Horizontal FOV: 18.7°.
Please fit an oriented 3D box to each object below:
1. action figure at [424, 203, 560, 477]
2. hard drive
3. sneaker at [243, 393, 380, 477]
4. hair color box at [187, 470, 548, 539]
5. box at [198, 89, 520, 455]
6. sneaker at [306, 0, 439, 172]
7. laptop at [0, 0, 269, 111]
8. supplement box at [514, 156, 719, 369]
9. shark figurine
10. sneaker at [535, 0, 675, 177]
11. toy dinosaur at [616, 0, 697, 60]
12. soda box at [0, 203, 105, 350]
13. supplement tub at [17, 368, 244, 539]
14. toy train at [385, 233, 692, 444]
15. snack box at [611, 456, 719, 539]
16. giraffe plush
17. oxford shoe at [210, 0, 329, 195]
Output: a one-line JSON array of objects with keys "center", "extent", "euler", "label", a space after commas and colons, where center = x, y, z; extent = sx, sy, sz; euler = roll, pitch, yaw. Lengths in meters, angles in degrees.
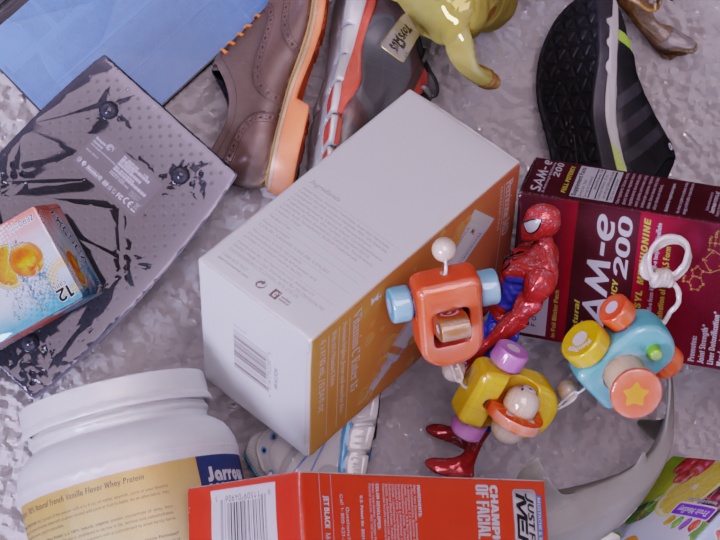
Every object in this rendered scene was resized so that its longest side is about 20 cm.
[{"center": [0.087, 0.042, 1.417], "extent": [0.052, 0.065, 0.200], "euler": [22, 119, -3], "label": "action figure"}, {"center": [-0.191, -0.028, 1.454], "extent": [0.135, 0.042, 0.200], "euler": [41, 86, 3], "label": "hard drive"}, {"center": [-0.037, 0.146, 1.441], "extent": [0.086, 0.075, 0.201], "euler": [6, 68, 0], "label": "sneaker"}, {"center": [0.007, 0.159, 1.330], "extent": [0.200, 0.111, 0.064], "euler": [5, 77, -40], "label": "hair color box"}, {"center": [0.000, 0.000, 1.407], "extent": [0.097, 0.125, 0.200], "euler": [35, 58, 24], "label": "box"}, {"center": [0.015, -0.118, 1.499], "extent": [0.082, 0.077, 0.201], "euler": [13, 77, -11], "label": "sneaker"}, {"center": [-0.181, -0.216, 1.475], "extent": [0.187, 0.200, 0.116], "euler": [-44, 52, -14], "label": "laptop"}, {"center": [0.201, -0.001, 1.435], "extent": [0.199, 0.061, 0.109], "euler": [9, 118, 13], "label": "supplement box"}, {"center": [0.136, 0.138, 1.423], "extent": [0.214, 0.128, 0.090], "euler": [-29, 126, -8], "label": "shark figurine"}, {"center": [0.176, -0.095, 1.530], "extent": [0.083, 0.072, 0.201], "euler": [9, 73, -36], "label": "sneaker"}, {"center": [0.171, -0.233, 1.539], "extent": [0.060, 0.106, 0.200], "euler": [-27, 89, -11], "label": "toy dinosaur"}, {"center": [-0.267, 0.033, 1.398], "extent": [0.200, 0.064, 0.069], "euler": [-28, 90, 8], "label": "soda box"}, {"center": [-0.135, 0.173, 1.377], "extent": [0.144, 0.144, 0.201], "euler": [-12, 80, -10], "label": "supplement tub"}, {"center": [0.117, 0.046, 1.354], "extent": [0.199, 0.151, 0.056], "euler": [-8, 34, -12], "label": "toy train"}, {"center": [0.179, 0.207, 1.410], "extent": [0.200, 0.142, 0.053], "euler": [-44, 99, -13], "label": "snack box"}, {"center": [0.080, -0.240, 1.447], "extent": [0.172, 0.162, 0.200], "euler": [32, 30, -21], "label": "giraffe plush"}, {"center": [-0.063, -0.154, 1.498], "extent": [0.073, 0.071, 0.201], "euler": [10, 77, 0], "label": "oxford shoe"}]
